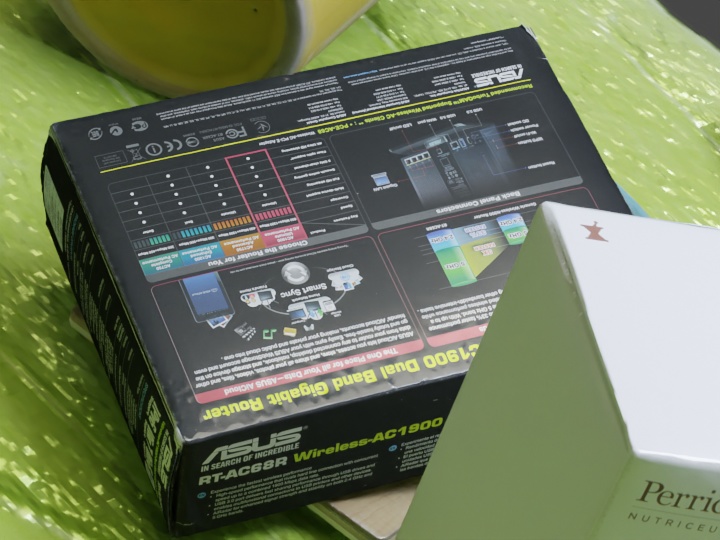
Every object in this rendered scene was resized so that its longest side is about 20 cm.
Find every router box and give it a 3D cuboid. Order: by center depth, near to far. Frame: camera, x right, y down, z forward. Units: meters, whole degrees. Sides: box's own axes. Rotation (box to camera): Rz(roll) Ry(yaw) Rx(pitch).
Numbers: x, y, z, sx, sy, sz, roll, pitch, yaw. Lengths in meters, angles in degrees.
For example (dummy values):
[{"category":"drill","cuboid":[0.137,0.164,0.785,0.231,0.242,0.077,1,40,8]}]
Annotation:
[{"category":"router box","cuboid":[0.000,0.000,0.987,0.199,0.062,0.150,-13,54,-18]}]

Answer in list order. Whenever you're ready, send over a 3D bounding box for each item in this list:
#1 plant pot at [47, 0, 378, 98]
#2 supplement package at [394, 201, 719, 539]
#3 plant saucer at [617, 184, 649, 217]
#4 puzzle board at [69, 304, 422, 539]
[{"category":"plant pot","cuboid":[-0.044,-0.179,1.161,0.200,0.201,0.189,26,50,6]},{"category":"supplement package","cuboid":[0.087,0.095,0.848,0.117,0.200,0.117,8,37,-17]},{"category":"plant saucer","cuboid":[0.046,-0.011,1.090,0.199,0.027,0.200,14,35,-10]},{"category":"puzzle board","cuboid":[0.004,0.026,1.055,0.151,0.017,0.200,35,37,19]}]
